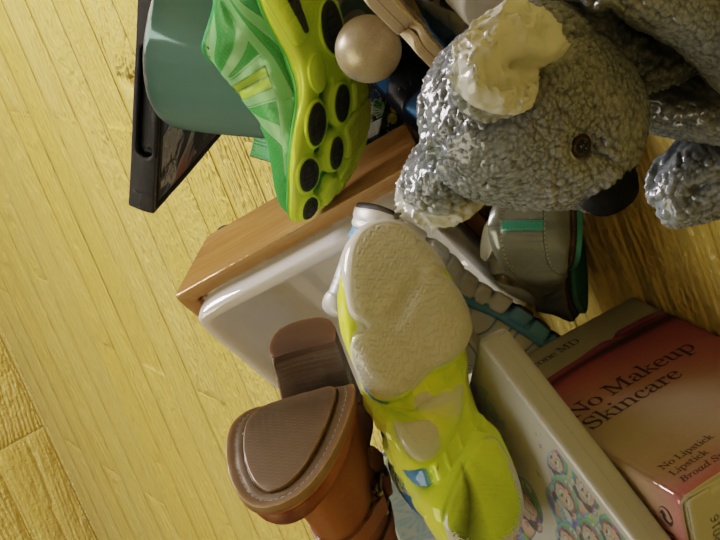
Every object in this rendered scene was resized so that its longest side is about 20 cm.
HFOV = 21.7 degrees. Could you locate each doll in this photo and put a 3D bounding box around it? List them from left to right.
[{"bbox_3d":[0.048,-0.097,1.151,0.200,0.048,0.137,40,-167,-50],"label":"doll"}]

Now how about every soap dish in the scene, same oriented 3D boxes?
[{"bbox_3d":[0.000,0.000,1.260,0.157,0.199,0.082,42,-151,-41],"label":"soap dish"}]

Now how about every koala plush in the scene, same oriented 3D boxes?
[{"bbox_3d":[0.108,-0.096,0.923,0.185,0.199,0.178,57,160,12],"label":"koala plush"}]

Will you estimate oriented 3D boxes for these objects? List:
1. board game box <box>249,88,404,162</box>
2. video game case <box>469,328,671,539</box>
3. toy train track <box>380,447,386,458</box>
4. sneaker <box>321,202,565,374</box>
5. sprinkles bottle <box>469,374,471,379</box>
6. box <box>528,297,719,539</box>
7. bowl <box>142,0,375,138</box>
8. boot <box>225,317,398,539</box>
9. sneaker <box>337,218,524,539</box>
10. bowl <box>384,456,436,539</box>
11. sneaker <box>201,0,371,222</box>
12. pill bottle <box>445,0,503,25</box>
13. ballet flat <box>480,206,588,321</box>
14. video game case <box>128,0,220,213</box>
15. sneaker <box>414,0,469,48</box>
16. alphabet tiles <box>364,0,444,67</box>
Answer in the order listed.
[{"bbox_3d":[-0.023,-0.120,1.383,0.200,0.023,0.106,23,102,61],"label":"board game box"},{"bbox_3d":[0.120,0.159,1.100,0.201,0.024,0.183,54,156,28],"label":"video game case"},{"bbox_3d":[0.024,0.108,1.452,0.032,0.115,0.201,30,124,10],"label":"toy train track"},{"bbox_3d":[0.052,0.040,1.173,0.199,0.087,0.075,33,173,-30],"label":"sneaker"},{"bbox_3d":[0.097,0.063,1.339,0.201,0.068,0.068,59,159,9],"label":"sprinkles bottle"},{"bbox_3d":[0.184,0.113,1.111,0.200,0.127,0.110,28,140,56],"label":"box"},{"bbox_3d":[-0.044,-0.168,1.253,0.104,0.201,0.202,25,145,21],"label":"bowl"},{"bbox_3d":[-0.015,0.134,1.095,0.200,0.073,0.156,-74,-31,-65],"label":"boot"},{"bbox_3d":[0.027,0.071,1.097,0.105,0.075,0.202,162,91,-74],"label":"sneaker"},{"bbox_3d":[0.113,0.200,1.416,0.200,0.107,0.201,50,158,29],"label":"bowl"},{"bbox_3d":[-0.048,-0.128,1.153,0.083,0.074,0.202,16,126,41],"label":"sneaker"},{"bbox_3d":[0.033,-0.232,1.054,0.200,0.112,0.113,51,157,26],"label":"pill bottle"},{"bbox_3d":[0.106,-0.012,1.146,0.200,0.063,0.068,54,-146,-76],"label":"ballet flat"},{"bbox_3d":[-0.106,-0.167,1.330,0.025,0.200,0.182,19,130,13],"label":"video game case"},{"bbox_3d":[0.094,-0.133,1.127,0.201,0.078,0.090,57,180,14],"label":"sneaker"},{"bbox_3d":[-0.013,-0.188,1.064,0.195,0.015,0.201,38,-166,-47],"label":"alphabet tiles"}]
